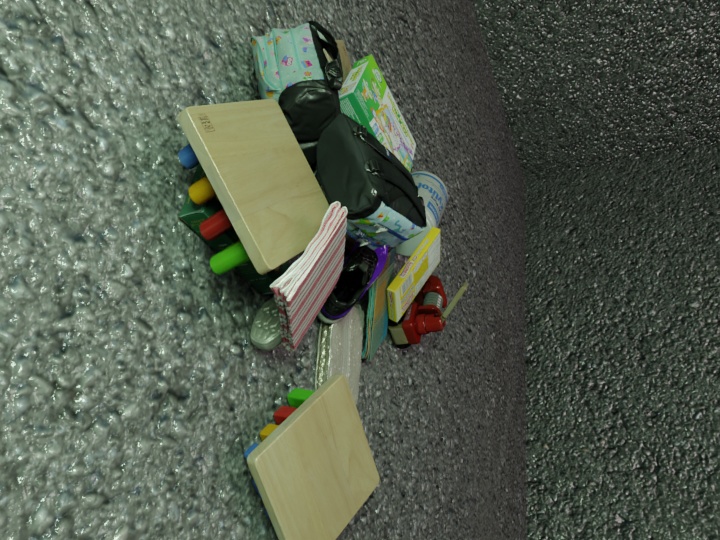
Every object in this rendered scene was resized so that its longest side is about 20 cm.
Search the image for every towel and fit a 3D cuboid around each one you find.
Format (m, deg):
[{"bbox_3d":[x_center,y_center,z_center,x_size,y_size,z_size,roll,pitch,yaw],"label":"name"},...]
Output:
[{"bbox_3d":[-0.034,0.143,1.057,0.132,0.034,0.203,39,49,-55],"label":"towel"},{"bbox_3d":[0.038,0.063,1.163,0.147,0.021,0.204,-42,139,-68],"label":"towel"},{"bbox_3d":[-0.066,0.014,0.769,0.147,0.030,0.201,-58,170,-25],"label":"towel"}]

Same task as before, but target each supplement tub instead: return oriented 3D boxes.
[{"bbox_3d":[0.131,-0.140,1.376,0.201,0.130,0.133,-63,138,-52],"label":"supplement tub"}]

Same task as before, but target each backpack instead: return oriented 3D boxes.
[{"bbox_3d":[-0.096,-0.287,0.882,0.168,0.124,0.203,100,-23,-59],"label":"backpack"},{"bbox_3d":[0.022,-0.114,0.873,0.198,0.153,0.165,10,49,-46],"label":"backpack"}]

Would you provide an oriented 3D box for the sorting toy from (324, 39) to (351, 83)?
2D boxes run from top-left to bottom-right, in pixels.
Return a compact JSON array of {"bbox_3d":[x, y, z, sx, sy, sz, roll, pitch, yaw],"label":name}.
[{"bbox_3d":[-0.049,-0.319,1.083,0.200,0.068,0.202,-70,144,-67],"label":"sorting toy"}]

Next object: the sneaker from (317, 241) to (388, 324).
[{"bbox_3d":[0.000,0.001,1.001,0.201,0.069,0.100,-57,-178,-25],"label":"sneaker"}]

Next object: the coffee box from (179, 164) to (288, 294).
[{"bbox_3d":[-0.166,-0.069,0.822,0.200,0.043,0.125,51,39,-49],"label":"coffee box"}]

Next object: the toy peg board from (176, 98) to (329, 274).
[{"bbox_3d":[-0.146,-0.101,0.741,0.201,0.097,0.200,62,28,-6],"label":"toy peg board"}]

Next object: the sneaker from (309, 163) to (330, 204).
[{"bbox_3d":[-0.053,-0.134,0.951,0.080,0.073,0.202,35,53,-29],"label":"sneaker"}]

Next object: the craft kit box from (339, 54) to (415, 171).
[{"bbox_3d":[0.034,-0.265,1.049,0.201,0.048,0.199,58,25,-28],"label":"craft kit box"}]

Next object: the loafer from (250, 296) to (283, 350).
[{"bbox_3d":[-0.102,0.061,0.893,0.200,0.069,0.071,-49,150,-45],"label":"loafer"}]

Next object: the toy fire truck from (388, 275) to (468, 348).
[{"bbox_3d":[0.163,0.071,1.303,0.130,0.197,0.177,66,30,-30],"label":"toy fire truck"}]

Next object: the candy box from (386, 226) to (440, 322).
[{"bbox_3d":[0.118,0.007,1.240,0.201,0.026,0.103,-51,153,-31],"label":"candy box"}]

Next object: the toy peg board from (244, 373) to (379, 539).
[{"bbox_3d":[-0.087,0.290,0.851,0.199,0.097,0.203,-37,116,-46],"label":"toy peg board"}]

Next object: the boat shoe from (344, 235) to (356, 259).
[{"bbox_3d":[-0.023,-0.056,1.108,0.075,0.075,0.200,-60,144,-6],"label":"boat shoe"}]
